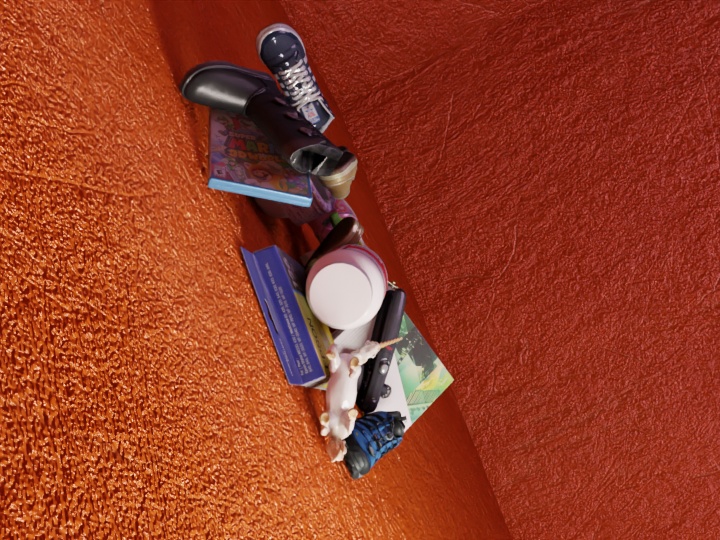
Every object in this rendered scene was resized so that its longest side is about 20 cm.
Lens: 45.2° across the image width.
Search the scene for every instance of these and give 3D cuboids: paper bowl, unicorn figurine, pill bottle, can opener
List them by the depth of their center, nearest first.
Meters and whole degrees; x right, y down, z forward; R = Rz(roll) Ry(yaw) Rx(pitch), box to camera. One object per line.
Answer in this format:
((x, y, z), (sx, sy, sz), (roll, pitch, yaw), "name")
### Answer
((-0.017, 0.150, 1.138), (0.073, 0.201, 0.137), (23, -14, 9), "unicorn figurine")
((-0.019, 0.023, 1.243), (0.200, 0.111, 0.113), (-48, 113, -83), "pill bottle")
((0.029, 0.122, 1.330), (0.078, 0.202, 0.063), (30, -14, -32), "can opener")
((-0.132, -0.167, 1.410), (0.201, 0.104, 0.202), (-90, 154, -75), "paper bowl")

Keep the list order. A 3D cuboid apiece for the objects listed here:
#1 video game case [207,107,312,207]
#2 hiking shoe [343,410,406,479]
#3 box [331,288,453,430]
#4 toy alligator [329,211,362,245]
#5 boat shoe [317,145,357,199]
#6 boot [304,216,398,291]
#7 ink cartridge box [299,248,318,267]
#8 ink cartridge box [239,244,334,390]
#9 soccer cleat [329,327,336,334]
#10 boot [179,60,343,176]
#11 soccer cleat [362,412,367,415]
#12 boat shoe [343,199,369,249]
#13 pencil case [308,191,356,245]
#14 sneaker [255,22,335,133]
((-0.144, -0.168, 1.221), (0.201, 0.142, 0.018), (-101, -153, -48), "video game case")
((0.017, 0.235, 1.232), (0.075, 0.086, 0.200), (65, 7, -2), "hiking shoe")
((0.044, 0.150, 1.391), (0.201, 0.144, 0.036), (53, -21, -17), "box")
((-0.015, -0.016, 1.519), (0.054, 0.059, 0.201), (43, -23, 44), "toy alligator")
((-0.035, -0.155, 1.437), (0.200, 0.071, 0.077), (-84, 165, -73), "boat shoe")
((0.000, 0.000, 1.425), (0.154, 0.072, 0.200), (36, -30, -7), "boot")
((-0.040, 0.059, 1.589), (0.161, 0.050, 0.202), (9, 60, -82), "ink cartridge box")
((-0.087, 0.067, 1.206), (0.200, 0.047, 0.199), (49, 19, -75), "ink cartridge box")
((-0.031, 0.095, 1.444), (0.200, 0.068, 0.086), (54, 17, -39), "soccer cleat")
((-0.139, -0.208, 1.206), (0.164, 0.066, 0.200), (-10, 51, -41), "boot")
((0.034, 0.222, 1.501), (0.084, 0.064, 0.200), (62, 8, -19), "soccer cleat")
((-0.034, -0.059, 1.641), (0.072, 0.062, 0.201), (2, 56, -49), "boat shoe")
((-0.080, -0.121, 1.580), (0.200, 0.087, 0.088), (52, -3, 39), "pencil case")
((-0.096, -0.284, 1.328), (0.109, 0.070, 0.200), (64, 0, 26), "sneaker")
